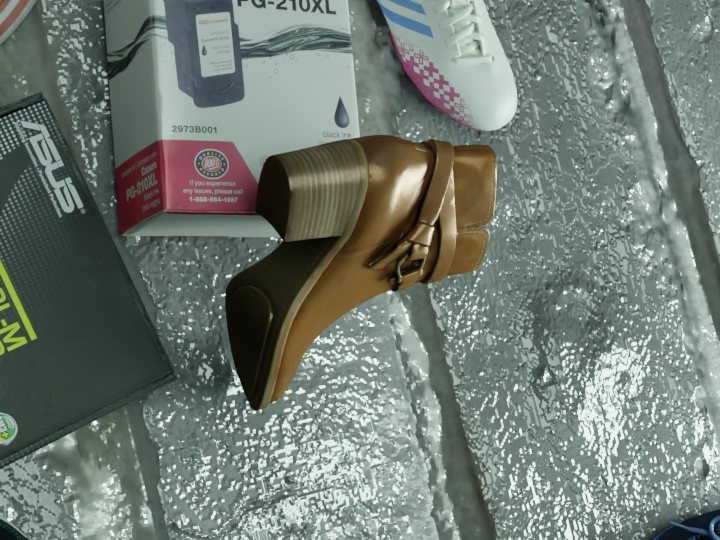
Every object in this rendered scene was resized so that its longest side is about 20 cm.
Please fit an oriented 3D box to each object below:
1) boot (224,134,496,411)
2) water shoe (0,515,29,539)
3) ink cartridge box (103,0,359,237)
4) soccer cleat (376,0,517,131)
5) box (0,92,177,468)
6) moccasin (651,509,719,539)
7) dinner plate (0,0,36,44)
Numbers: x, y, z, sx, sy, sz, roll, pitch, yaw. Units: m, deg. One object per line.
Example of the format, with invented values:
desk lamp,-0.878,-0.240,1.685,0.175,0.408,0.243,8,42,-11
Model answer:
boot,0.000,0.000,1.102,0.155,0.077,0.200,-7,124,-29
water shoe,-0.186,0.221,1.006,0.071,0.079,0.200,-31,95,-29
ink cartridge box,-0.084,-0.127,1.130,0.145,0.084,0.200,0,80,-29
soccer cleat,0.054,-0.187,1.215,0.070,0.086,0.200,-40,99,-28
box,-0.236,0.019,1.041,0.193,0.048,0.200,-26,92,-27
moccasin,0.277,0.201,1.261,0.200,0.068,0.081,-26,92,-29
dinner plate,-0.257,-0.211,1.034,0.200,0.024,0.200,-35,139,-38
